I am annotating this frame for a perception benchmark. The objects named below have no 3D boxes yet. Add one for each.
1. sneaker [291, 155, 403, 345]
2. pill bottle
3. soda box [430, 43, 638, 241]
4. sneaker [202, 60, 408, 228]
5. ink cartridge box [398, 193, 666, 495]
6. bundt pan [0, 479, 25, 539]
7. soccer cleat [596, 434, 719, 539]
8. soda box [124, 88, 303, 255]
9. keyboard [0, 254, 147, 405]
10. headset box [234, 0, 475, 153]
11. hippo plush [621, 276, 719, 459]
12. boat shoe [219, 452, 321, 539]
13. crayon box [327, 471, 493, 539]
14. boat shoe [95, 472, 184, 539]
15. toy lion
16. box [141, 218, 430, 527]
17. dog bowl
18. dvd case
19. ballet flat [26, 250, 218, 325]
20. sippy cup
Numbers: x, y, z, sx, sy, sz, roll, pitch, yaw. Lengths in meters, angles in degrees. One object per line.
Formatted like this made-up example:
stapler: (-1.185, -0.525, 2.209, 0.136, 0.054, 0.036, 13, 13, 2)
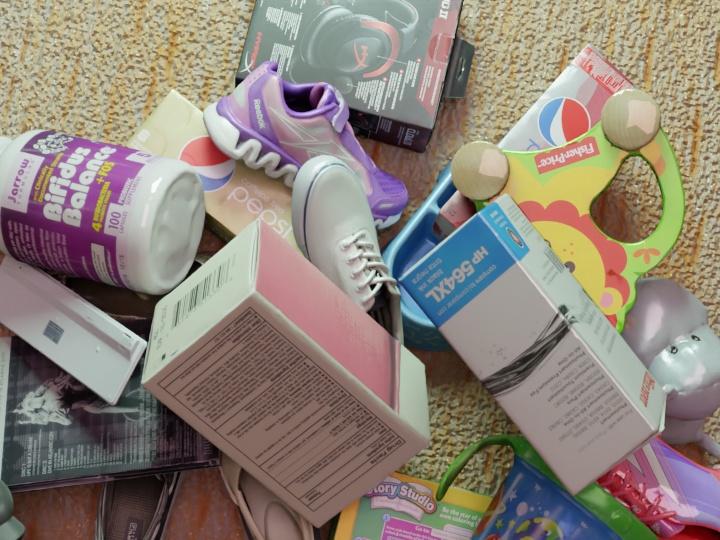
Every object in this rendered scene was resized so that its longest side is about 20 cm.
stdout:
sneaker: (0.000, 0.000, 1.396, 0.073, 0.071, 0.202, -32, 122, -26)
pill bottle: (-0.238, -0.054, 1.403, 0.198, 0.112, 0.114, 13, 76, 19)
soda box: (0.147, -0.092, 1.429, 0.063, 0.070, 0.200, 41, 79, 6)
sneaker: (-0.031, -0.109, 1.427, 0.199, 0.081, 0.089, 28, 109, -27)
ink cartridge box: (0.131, 0.051, 1.248, 0.084, 0.146, 0.201, -39, 88, 14)
bundt pan: (-0.338, 0.210, 1.330, 0.075, 0.202, 0.203, -22, 76, -53)
soccer cleat: (0.225, 0.169, 1.346, 0.198, 0.067, 0.077, 26, 58, -8)
soda box: (-0.105, -0.062, 1.457, 0.199, 0.064, 0.068, 39, 77, 5)
keyboard: (-0.246, 0.044, 1.386, 0.199, 0.011, 0.057, 29, 96, 40)
headset box: (0.001, -0.200, 1.490, 0.197, 0.075, 0.150, 14, 77, -1)
hippo plush: (0.230, 0.094, 1.398, 0.158, 0.161, 0.202, -24, 80, -10)
boat shoe: (-0.084, 0.166, 1.408, 0.070, 0.063, 0.202, -19, 78, -6)
crayon box: (0.070, 0.241, 1.405, 0.198, 0.058, 0.120, 15, 76, -1)
boat shoe: (-0.176, 0.164, 1.395, 0.071, 0.071, 0.203, 6, 74, -2)
toy lion: (0.164, -0.023, 1.337, 0.198, 0.069, 0.194, -19, 86, 9)
box: (-0.056, 0.082, 1.336, 0.127, 0.109, 0.200, -38, 116, 21)
dog bowl: (0.090, -0.024, 1.471, 0.111, 0.050, 0.201, 38, 78, 4)
dvd case: (-0.212, 0.107, 1.389, 0.197, 0.016, 0.150, -7, 52, 2)
ballet flat: (-0.185, 0.017, 1.441, 0.197, 0.046, 0.068, -2, 78, -5)
sippy cup: (0.144, 0.221, 1.326, 0.131, 0.140, 0.177, -51, 42, -4)
